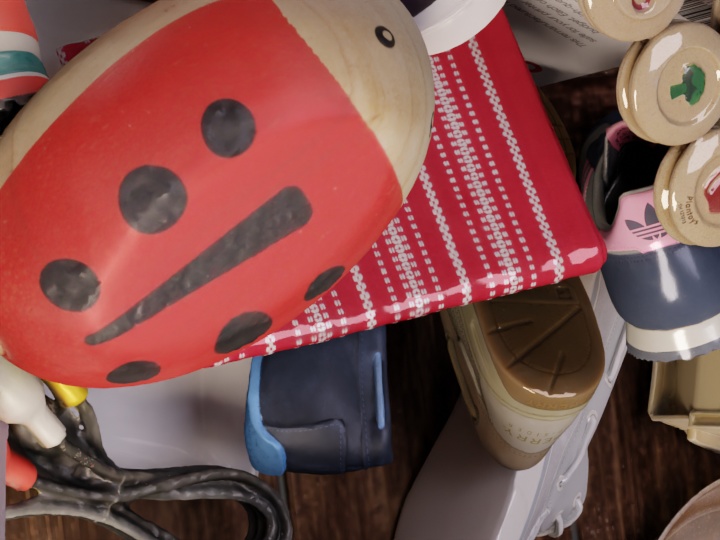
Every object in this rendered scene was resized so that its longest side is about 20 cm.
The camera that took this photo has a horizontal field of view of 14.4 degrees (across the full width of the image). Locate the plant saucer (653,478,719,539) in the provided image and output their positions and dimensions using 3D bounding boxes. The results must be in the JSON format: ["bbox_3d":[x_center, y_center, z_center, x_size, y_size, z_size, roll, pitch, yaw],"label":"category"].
[{"bbox_3d":[0.186,0.194,1.358,0.200,0.032,0.201,5,82,-38],"label":"plant saucer"}]

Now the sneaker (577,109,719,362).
[{"bbox_3d":[0.128,-0.041,1.244,0.070,0.200,0.082,-16,117,3],"label":"sneaker"}]

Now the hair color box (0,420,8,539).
[{"bbox_3d":[-0.220,0.059,0.964,0.200,0.100,0.061,26,113,-19],"label":"hair color box"}]

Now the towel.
[{"bbox_3d":[-0.009,-0.044,1.136,0.200,0.022,0.145,-13,71,-25],"label":"towel"}]

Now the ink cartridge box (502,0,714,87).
[{"bbox_3d":[0.097,-0.156,1.213,0.145,0.200,0.084,25,67,-35],"label":"ink cartridge box"}]

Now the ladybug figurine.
[{"bbox_3d":[-0.054,-0.025,1.018,0.200,0.072,0.136,-38,127,-3],"label":"ladybug figurine"}]

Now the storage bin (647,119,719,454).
[{"bbox_3d":[0.246,-0.013,1.325,0.094,0.198,0.201,21,72,-54],"label":"storage bin"}]

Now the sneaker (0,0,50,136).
[{"bbox_3d":[-0.212,-0.074,1.032,0.199,0.070,0.094,-10,68,-18],"label":"sneaker"}]

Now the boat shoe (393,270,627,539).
[{"bbox_3d":[0.073,0.082,1.260,0.068,0.072,0.200,37,55,-31],"label":"boat shoe"}]

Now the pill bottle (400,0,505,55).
[{"bbox_3d":[-0.017,-0.155,1.060,0.200,0.112,0.113,35,63,-53],"label":"pill bottle"}]

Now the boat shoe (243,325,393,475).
[{"bbox_3d":[0.000,0.000,1.179,0.068,0.084,0.201,7,64,5],"label":"boat shoe"}]

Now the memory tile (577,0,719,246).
[{"bbox_3d":[0.154,-0.121,1.120,0.153,0.017,0.200,-35,120,-17],"label":"memory tile"}]

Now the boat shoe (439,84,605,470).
[{"bbox_3d":[0.057,-0.007,1.229,0.072,0.065,0.200,3,49,-17],"label":"boat shoe"}]

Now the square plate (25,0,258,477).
[{"bbox_3d":[-0.121,-0.015,1.131,0.200,0.028,0.199,9,81,-38],"label":"square plate"}]

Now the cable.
[{"bbox_3d":[-0.105,0.079,1.085,0.200,0.050,0.097,38,67,-28],"label":"cable"}]
